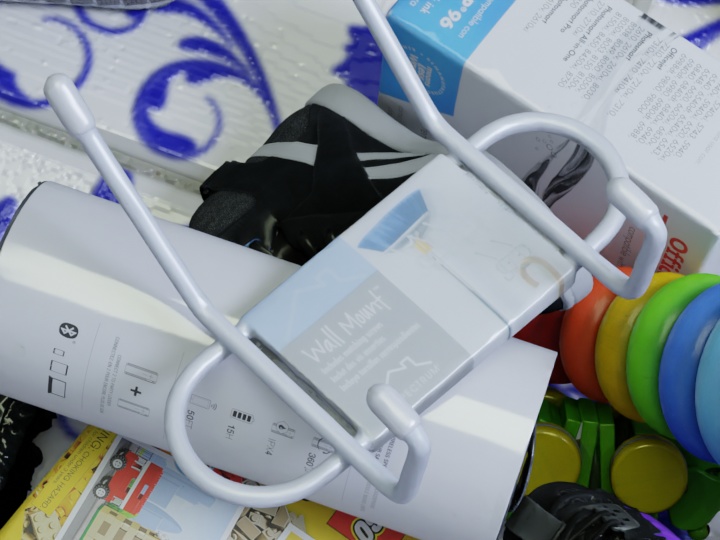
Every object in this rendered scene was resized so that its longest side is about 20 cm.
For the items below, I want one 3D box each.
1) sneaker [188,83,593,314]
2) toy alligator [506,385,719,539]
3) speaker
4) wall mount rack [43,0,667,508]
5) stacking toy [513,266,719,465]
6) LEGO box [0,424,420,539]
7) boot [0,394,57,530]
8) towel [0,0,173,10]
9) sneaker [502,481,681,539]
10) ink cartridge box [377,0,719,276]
[{"bbox_3d":[0.000,0.000,0.827,0.112,0.073,0.200,-40,31,-11],"label":"sneaker"},{"bbox_3d":[0.118,0.085,0.839,0.199,0.059,0.054,7,105,1],"label":"toy alligator"},{"bbox_3d":[-0.033,0.036,0.753,0.199,0.081,0.081,18,66,6],"label":"speaker"},{"bbox_3d":[-0.002,-0.024,0.701,0.200,0.075,0.174,-39,70,-24],"label":"wall mount rack"},{"bbox_3d":[0.123,0.035,0.796,0.085,0.085,0.200,-48,33,-20],"label":"stacking toy"},{"bbox_3d":[-0.070,0.145,0.788,0.149,0.077,0.200,33,68,13],"label":"LEGO box"},{"bbox_3d":[-0.211,0.069,0.825,0.162,0.073,0.199,17,65,2],"label":"boot"},{"bbox_3d":[-0.160,-0.181,0.889,0.199,0.166,0.086,4,71,0],"label":"towel"},{"bbox_3d":[0.088,0.117,0.741,0.099,0.200,0.070,43,88,16],"label":"sneaker"},{"bbox_3d":[0.105,-0.044,0.861,0.200,0.116,0.068,35,69,13],"label":"ink cartridge box"}]
